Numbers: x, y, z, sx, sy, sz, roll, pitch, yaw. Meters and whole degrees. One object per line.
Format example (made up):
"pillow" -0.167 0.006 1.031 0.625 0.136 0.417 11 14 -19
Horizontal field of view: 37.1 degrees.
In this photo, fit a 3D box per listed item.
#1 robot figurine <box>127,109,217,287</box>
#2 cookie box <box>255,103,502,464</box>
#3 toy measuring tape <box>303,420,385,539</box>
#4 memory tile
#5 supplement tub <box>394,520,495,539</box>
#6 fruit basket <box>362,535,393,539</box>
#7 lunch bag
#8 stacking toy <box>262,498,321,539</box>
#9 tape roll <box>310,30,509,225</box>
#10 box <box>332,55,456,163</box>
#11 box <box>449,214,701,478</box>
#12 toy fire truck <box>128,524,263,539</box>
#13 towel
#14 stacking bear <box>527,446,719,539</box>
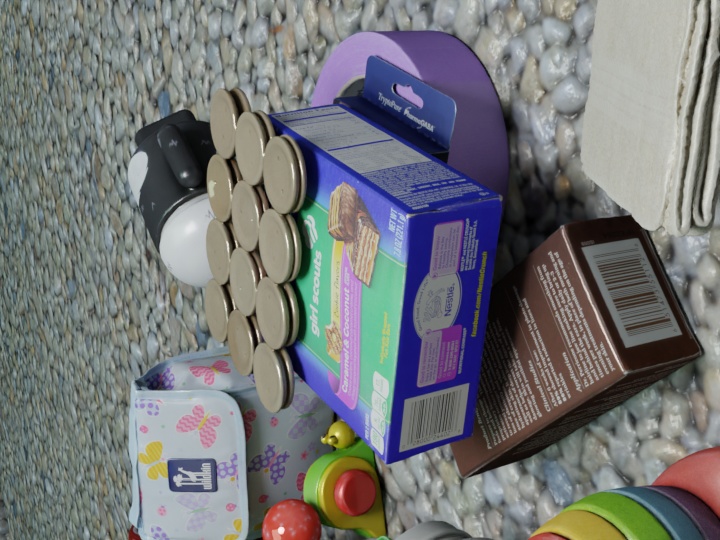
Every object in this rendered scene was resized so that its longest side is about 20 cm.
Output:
"robot figurine" -0.172 -0.078 1.143 0.125 0.149 0.201 -47 54 26
"cookie box" 0.000 0.000 0.724 0.200 0.074 0.174 38 130 51
"toy measuring tape" -0.014 0.243 0.997 0.073 0.073 0.204 -6 91 59
"memory tile" -0.077 -0.016 0.765 0.153 0.017 0.203 41 133 51
"supplement tub" 0.097 0.273 0.721 0.199 0.143 0.147 29 121 43
"fruit basket" 0.005 0.287 0.855 0.094 0.199 0.186 -48 51 18
"lunch bag" -0.127 0.172 1.046 0.127 0.197 0.173 26 118 54
"stacking toy" -0.062 0.286 1.008 0.086 0.084 0.202 56 155 37
"tape roll" 0.032 -0.086 0.849 0.199 0.065 0.204 20 113 57
"box" 0.013 -0.046 0.797 0.121 0.032 0.203 40 129 48
"box" 0.124 0.057 0.719 0.200 0.074 0.101 -45 59 52
"toy fire truck" -0.172 0.300 1.150 0.200 0.165 0.114 -79 -6 -68
"towel" 0.160 -0.101 0.584 0.200 0.034 0.135 -95 8 -72
"stacking bear" 0.134 0.184 0.605 0.113 0.197 0.123 -28 74 57
